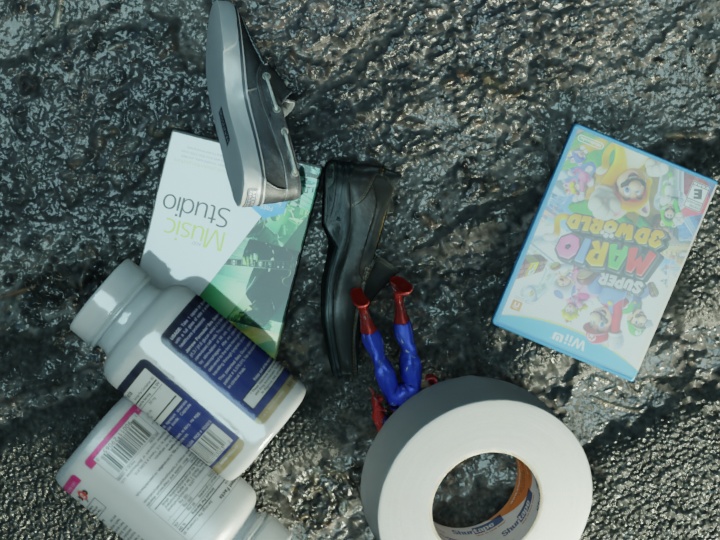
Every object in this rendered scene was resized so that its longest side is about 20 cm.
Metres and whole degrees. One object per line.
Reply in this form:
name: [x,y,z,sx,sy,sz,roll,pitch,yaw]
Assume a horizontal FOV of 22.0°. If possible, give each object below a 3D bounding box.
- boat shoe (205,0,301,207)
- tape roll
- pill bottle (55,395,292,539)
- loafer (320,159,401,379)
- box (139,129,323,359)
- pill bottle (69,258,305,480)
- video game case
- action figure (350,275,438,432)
boat shoe: [-0.094,-0.152,1.671,0.068,0.072,0.200,-5,66,-19]
tape roll: [0.104,0.198,1.670,0.200,0.066,0.200,-5,108,-14]
pill bottle: [-0.168,0.212,1.691,0.200,0.113,0.113,41,95,-1]
loafer: [0.000,0.000,1.692,0.072,0.073,0.200,1,95,-2]
box: [-0.127,-0.017,1.712,0.144,0.036,0.200,14,96,2]
pill bottle: [-0.156,0.083,1.648,0.200,0.111,0.111,41,95,-2]
video game case: [0.224,-0.017,1.706,0.143,0.018,0.200,22,95,0]
action figure: [0.037,0.106,1.684,0.065,0.052,0.200,-19,120,-12]
